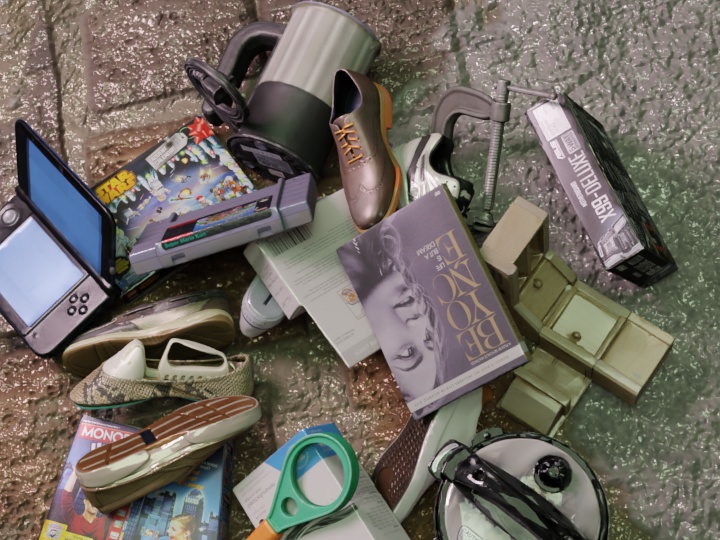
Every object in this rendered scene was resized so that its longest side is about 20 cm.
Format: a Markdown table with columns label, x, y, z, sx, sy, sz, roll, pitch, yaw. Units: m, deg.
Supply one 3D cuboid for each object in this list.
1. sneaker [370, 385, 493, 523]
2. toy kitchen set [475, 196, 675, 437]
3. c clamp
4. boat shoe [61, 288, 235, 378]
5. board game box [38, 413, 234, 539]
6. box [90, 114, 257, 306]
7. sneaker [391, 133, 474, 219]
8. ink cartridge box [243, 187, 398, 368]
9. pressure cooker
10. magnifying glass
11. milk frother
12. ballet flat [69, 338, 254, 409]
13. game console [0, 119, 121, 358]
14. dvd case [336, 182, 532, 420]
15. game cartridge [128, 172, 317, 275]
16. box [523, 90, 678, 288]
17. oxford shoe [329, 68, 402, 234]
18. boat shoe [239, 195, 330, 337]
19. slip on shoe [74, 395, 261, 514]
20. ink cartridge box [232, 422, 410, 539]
| label | x | y | z | sx | sy | sz | roll | pitch | yaw |
| --- | --- | --- | --- | --- | --- | --- | --- | --- | --- |
| sneaker | 0.080 | 0.200 | 1.393 | 0.200 | 0.085 | 0.073 | -60 | 33 | 3 |
| toy kitchen set | 0.204 | 0.068 | 1.369 | 0.200 | 0.181 | 0.163 | 32 | 77 | 18 |
| c clamp | 0.128 | -0.120 | 1.442 | 0.171 | 0.027 | 0.201 | 30 | 117 | 44 |
| boat shoe | -0.235 | 0.071 | 1.463 | 0.199 | 0.073 | 0.065 | -12 | 46 | 7 |
| board game box | -0.216 | 0.231 | 1.405 | 0.199 | 0.062 | 0.200 | 14 | 71 | 9 |
| box | -0.228 | -0.071 | 1.522 | 0.200 | 0.040 | 0.137 | -36 | 72 | -8 |
| sneaker | 0.087 | -0.060 | 1.417 | 0.088 | 0.076 | 0.200 | -27 | 68 | 24 |
| ink cartridge box | 0.000 | 0.000 | 1.437 | 0.200 | 0.045 | 0.176 | -30 | 79 | -33 |
| pressure cooker | 0.156 | 0.250 | 1.300 | 0.175 | 0.200 | 0.179 | -5 | 71 | 1 |
| magnifying glass | -0.075 | 0.245 | 1.326 | 0.080 | 0.022 | 0.200 | 48 | 112 | 22 |
| milk frother | -0.091 | -0.225 | 1.478 | 0.180 | 0.200 | 0.189 | 23 | 73 | 3 |
| ballet flat | -0.214 | 0.108 | 1.420 | 0.199 | 0.068 | 0.076 | 1 | 114 | -12 |
| game console | -0.365 | -0.035 | 1.454 | 0.171 | 0.118 | 0.200 | -44 | 62 | -6 |
| dvd case | 0.071 | 0.033 | 1.340 | 0.149 | 0.016 | 0.200 | -31 | 79 | 30 |
| game cartridge | -0.146 | -0.053 | 1.414 | 0.199 | 0.130 | 0.038 | -17 | 103 | 5 |
| box | 0.266 | -0.086 | 1.430 | 0.050 | 0.158 | 0.200 | -31 | 70 | 19 |
| oxford shoe | -0.005 | -0.130 | 1.423 | 0.071 | 0.073 | 0.200 | -25 | 54 | 28 |
| boat shoe | -0.079 | -0.007 | 1.473 | 0.074 | 0.067 | 0.200 | 42 | 55 | -1 |
| slip on shoe | -0.193 | 0.191 | 1.357 | 0.200 | 0.076 | 0.061 | -23 | 110 | -13 |
| ink cartridge box | -0.028 | 0.274 | 1.350 | 0.116 | 0.068 | 0.200 | -43 | 71 | 22 |
